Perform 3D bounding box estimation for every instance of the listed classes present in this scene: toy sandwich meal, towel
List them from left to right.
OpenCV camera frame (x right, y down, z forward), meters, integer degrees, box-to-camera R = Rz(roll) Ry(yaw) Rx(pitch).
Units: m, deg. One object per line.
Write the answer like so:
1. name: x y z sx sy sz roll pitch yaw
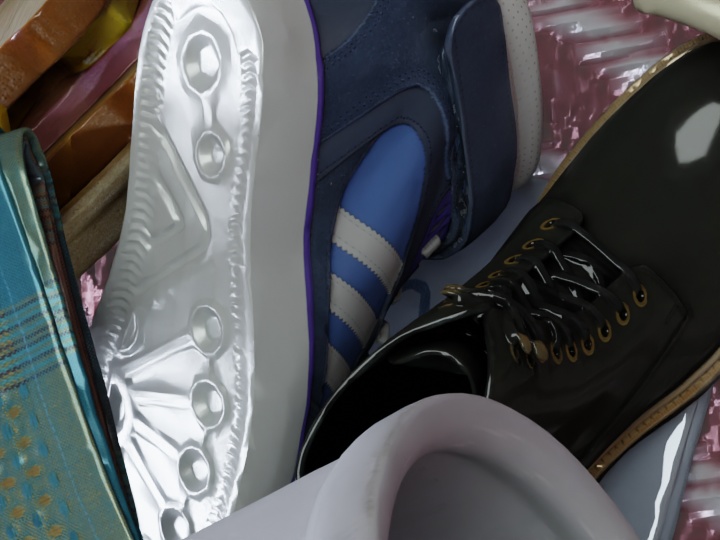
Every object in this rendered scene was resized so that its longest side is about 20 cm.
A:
1. towel: -0.154 0.061 0.738 0.199 0.022 0.147 -22 75 19
2. toy sandwich meal: -0.128 -0.023 0.825 0.205 0.205 0.070 -37 104 5

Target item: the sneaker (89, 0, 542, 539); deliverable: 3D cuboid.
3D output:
1. sneaker: 0.000 0.000 0.794 0.080 0.146 0.201 22 112 41

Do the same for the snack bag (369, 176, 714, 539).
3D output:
1. snack bag: 0.010 0.049 0.845 0.199 0.021 0.190 13 79 15

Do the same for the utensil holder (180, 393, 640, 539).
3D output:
1. utensil holder: -0.027 0.145 0.624 0.199 0.170 0.171 -28 68 25

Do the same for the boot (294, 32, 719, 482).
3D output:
1. boot: 0.059 0.007 0.761 0.077 0.138 0.201 29 83 17

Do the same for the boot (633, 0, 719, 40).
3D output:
1. boot: 0.177 -0.085 0.789 0.199 0.075 0.108 20 94 -3
